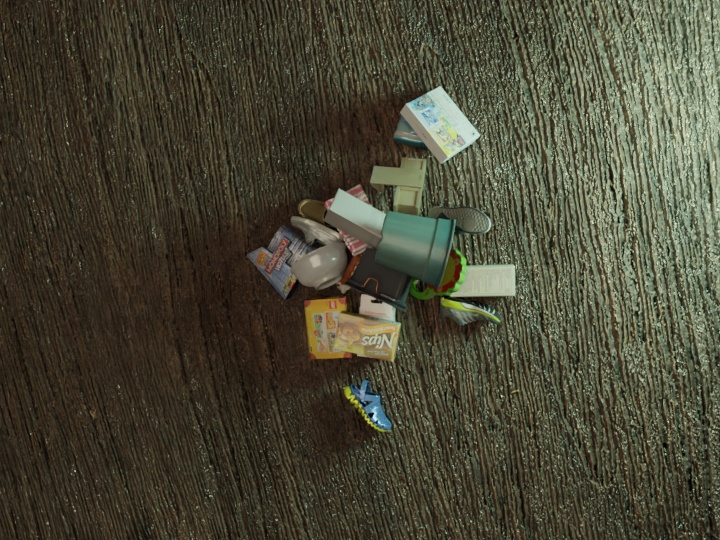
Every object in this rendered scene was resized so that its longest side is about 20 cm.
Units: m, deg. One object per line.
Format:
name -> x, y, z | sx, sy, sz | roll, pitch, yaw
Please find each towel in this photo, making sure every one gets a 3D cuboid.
towel -> -0.010, -0.161, 1.679 | 0.145, 0.030, 0.202 | -28, 83, -20

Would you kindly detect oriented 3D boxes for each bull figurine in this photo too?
bull figurine -> 0.000, 0.000, 1.713 | 0.120, 0.065, 0.203 | 27, 101, 8

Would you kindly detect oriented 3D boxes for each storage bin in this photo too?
storage bin -> 0.065, 0.020, 1.597 | 0.197, 0.145, 0.137 | 22, 86, 21

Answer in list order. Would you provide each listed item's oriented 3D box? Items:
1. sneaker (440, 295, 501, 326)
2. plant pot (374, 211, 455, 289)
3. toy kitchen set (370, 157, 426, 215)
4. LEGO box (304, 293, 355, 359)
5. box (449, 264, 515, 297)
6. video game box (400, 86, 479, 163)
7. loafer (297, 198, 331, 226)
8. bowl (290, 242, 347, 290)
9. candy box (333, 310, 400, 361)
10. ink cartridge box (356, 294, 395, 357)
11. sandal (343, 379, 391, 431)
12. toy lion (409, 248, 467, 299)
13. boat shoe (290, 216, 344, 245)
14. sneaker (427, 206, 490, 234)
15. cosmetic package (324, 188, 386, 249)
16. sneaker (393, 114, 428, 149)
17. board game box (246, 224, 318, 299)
sneaker -> 0.341, 0.138, 1.645 | 0.196, 0.074, 0.083 | 16, 107, 18
plant pot -> 0.149, -0.071, 1.475 | 0.192, 0.200, 0.205 | 16, 98, 3
toy kitchen set -> 0.117, -0.227, 1.665 | 0.159, 0.182, 0.203 | 7, 56, 9
LEGO box -> -0.099, 0.187, 1.743 | 0.145, 0.077, 0.205 | -4, 93, 13
box -> 0.374, 0.031, 1.617 | 0.195, 0.078, 0.097 | 0, 93, 13
video game box -> 0.241, -0.439, 1.573 | 0.201, 0.181, 0.047 | 52, 142, 4
loafer -> -0.120, -0.189, 1.726 | 0.196, 0.067, 0.078 | 17, 96, 10
bowl -> -0.117, 0.000, 1.666 | 0.199, 0.201, 0.092 | -29, 78, 13
candy box -> 0.022, 0.206, 1.654 | 0.195, 0.055, 0.118 | 11, 96, 7
ink cartridge box -> 0.053, 0.178, 1.711 | 0.114, 0.067, 0.205 | 5, 96, 12
sandal -> 0.035, 0.442, 1.732 | 0.087, 0.079, 0.200 | -44, 85, 9
toy lion -> 0.227, 0.009, 1.605 | 0.201, 0.068, 0.192 | -53, 49, 18
boat shoe -> -0.150, -0.117, 1.733 | 0.197, 0.070, 0.073 | 23, 84, 8
sneaker -> 0.321, -0.146, 1.574 | 0.200, 0.145, 0.079 | 18, 95, 38
cosmetic package -> -0.006, -0.154, 1.608 | 0.197, 0.113, 0.082 | 30, 71, -7
sneaker -> 0.208, -0.450, 1.625 | 0.195, 0.080, 0.134 | 13, 89, 3
board game box -> -0.275, -0.044, 1.778 | 0.198, 0.062, 0.202 | 33, 101, 8
